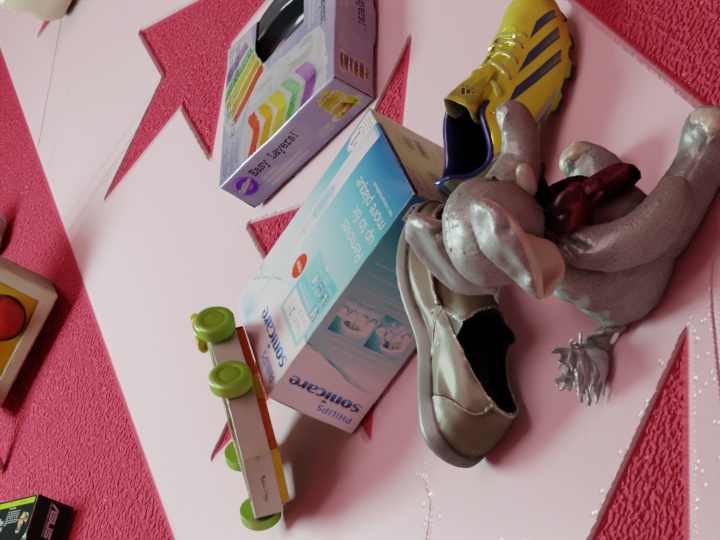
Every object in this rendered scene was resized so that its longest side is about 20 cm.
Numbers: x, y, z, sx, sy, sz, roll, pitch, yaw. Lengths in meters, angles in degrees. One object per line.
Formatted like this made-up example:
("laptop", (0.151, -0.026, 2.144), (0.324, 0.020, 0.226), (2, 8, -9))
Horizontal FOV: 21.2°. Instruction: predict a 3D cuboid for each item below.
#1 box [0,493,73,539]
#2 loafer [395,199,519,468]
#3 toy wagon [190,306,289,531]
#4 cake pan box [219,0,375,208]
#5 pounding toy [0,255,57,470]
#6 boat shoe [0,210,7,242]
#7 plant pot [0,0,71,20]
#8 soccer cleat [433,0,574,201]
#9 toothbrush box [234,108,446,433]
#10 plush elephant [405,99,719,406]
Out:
("box", (-0.367, 0.324, 1.892), (0.200, 0.048, 0.193), (-21, 47, 54))
("loafer", (0.077, 0.036, 1.331), (0.070, 0.075, 0.200), (-31, 55, 38))
("toy wagon", (-0.097, 0.101, 1.516), (0.200, 0.040, 0.155), (-111, 9, -51))
("cake pan box", (-0.058, -0.186, 1.792), (0.184, 0.052, 0.200), (-38, 36, 37))
("pounding toy", (-0.433, 0.082, 2.101), (0.200, 0.184, 0.142), (-63, 15, 1))
("boat shoe", (-0.517, -0.005, 2.419), (0.200, 0.072, 0.062), (-43, 31, 30))
("plant pot", (-0.424, -0.438, 2.536), (0.184, 0.200, 0.200), (-66, 25, 20))
("soccer cleat", (0.103, -0.130, 1.418), (0.065, 0.084, 0.200), (-22, 48, 53))
("toothbrush box", (0.000, 0.000, 1.486), (0.200, 0.085, 0.146), (-55, 28, 20))
("plush elephant", (0.118, -0.034, 1.226), (0.165, 0.155, 0.200), (-1, 65, 60))
